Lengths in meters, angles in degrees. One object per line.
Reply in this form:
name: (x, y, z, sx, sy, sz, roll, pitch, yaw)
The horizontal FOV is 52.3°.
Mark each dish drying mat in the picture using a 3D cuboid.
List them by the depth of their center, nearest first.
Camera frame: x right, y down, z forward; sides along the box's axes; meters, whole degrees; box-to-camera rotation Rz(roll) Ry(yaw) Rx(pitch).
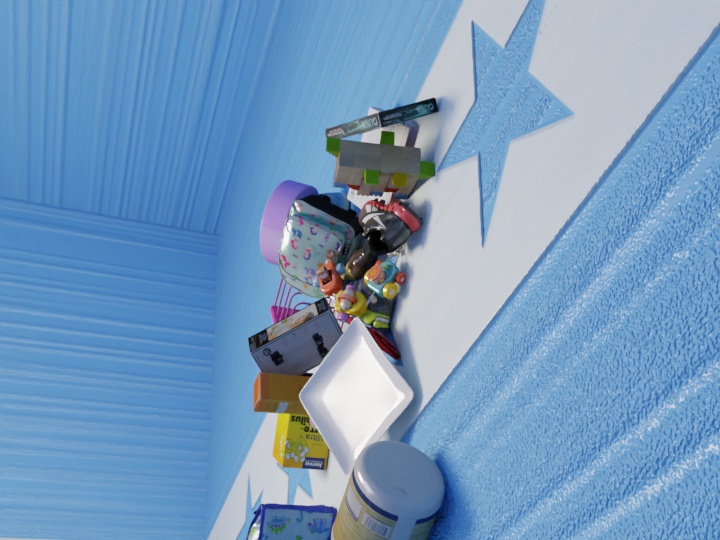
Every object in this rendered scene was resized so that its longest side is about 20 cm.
dish drying mat: (0.017, 0.122, 1.407, 0.018, 0.077, 0.200, -49, 17, -6)

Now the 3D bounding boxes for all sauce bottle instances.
sauce bottle: (0.000, 0.000, 1.520, 0.201, 0.063, 0.066, 123, 150, -48)

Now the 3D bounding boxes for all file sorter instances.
file sorter: (-0.123, 0.093, 1.734, 0.201, 0.135, 0.128, -120, 44, -62)

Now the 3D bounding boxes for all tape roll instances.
tape roll: (-0.164, -0.109, 1.751, 0.200, 0.064, 0.206, 17, -91, -71)

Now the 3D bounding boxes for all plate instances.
plate: (-0.006, 0.224, 1.305, 0.201, 0.032, 0.201, -53, 50, 16)

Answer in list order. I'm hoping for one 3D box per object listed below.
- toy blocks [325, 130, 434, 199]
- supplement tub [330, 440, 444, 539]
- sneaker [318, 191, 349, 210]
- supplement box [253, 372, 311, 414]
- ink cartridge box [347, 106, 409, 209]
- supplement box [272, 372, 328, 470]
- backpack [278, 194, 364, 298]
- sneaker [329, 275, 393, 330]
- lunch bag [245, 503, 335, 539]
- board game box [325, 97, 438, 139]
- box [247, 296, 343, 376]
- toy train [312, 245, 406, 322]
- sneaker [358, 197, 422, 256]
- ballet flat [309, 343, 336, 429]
toy blocks: (0.025, -0.181, 1.351, 0.137, 0.194, 0.103, 121, 153, -73)
supplement tub: (0.035, 0.380, 1.112, 0.145, 0.140, 0.204, -113, 37, -58)
sneaker: (-0.087, -0.092, 1.780, 0.078, 0.087, 0.206, 179, 99, -71)
supplement box: (-0.131, 0.270, 1.580, 0.069, 0.194, 0.068, 117, 154, -50)
ink cartridge box: (0.047, -0.215, 1.506, 0.173, 0.043, 0.205, 40, 121, 53)
supplement box: (-0.129, 0.341, 1.683, 0.109, 0.106, 0.206, -179, 97, -72)
backpack: (-0.097, -0.042, 1.629, 0.150, 0.174, 0.204, -41, -26, -59)
sneaker: (0.003, 0.044, 1.447, 0.198, 0.073, 0.083, 32, 99, 44)
lunch bag: (-0.153, 0.577, 1.558, 0.128, 0.165, 0.204, -113, 36, -57)
board game box: (0.035, -0.279, 1.367, 0.198, 0.133, 0.029, 2, 111, 60)
box: (-0.135, 0.161, 1.608, 0.118, 0.196, 0.060, 61, -179, -29)
toy train: (-0.010, 0.009, 1.387, 0.196, 0.055, 0.154, -24, 54, 21)
sneaker: (0.035, -0.079, 1.371, 0.099, 0.071, 0.199, -51, 23, -11)
ballet flat: (-0.068, 0.238, 1.539, 0.070, 0.068, 0.204, -26, 39, 47)
